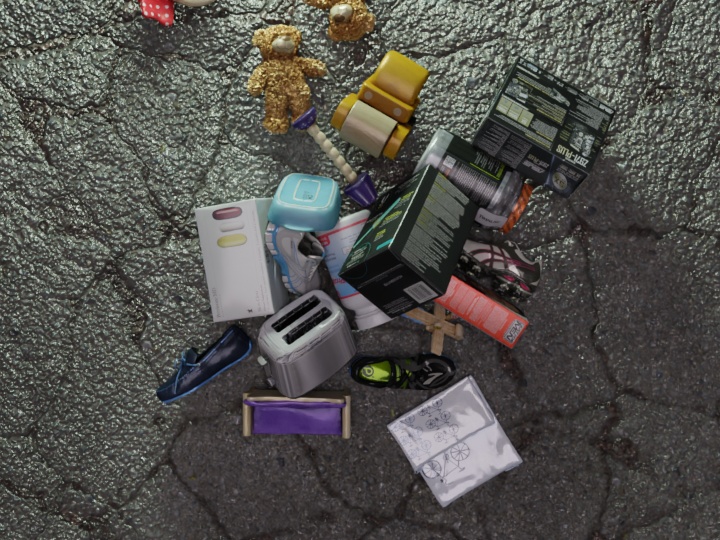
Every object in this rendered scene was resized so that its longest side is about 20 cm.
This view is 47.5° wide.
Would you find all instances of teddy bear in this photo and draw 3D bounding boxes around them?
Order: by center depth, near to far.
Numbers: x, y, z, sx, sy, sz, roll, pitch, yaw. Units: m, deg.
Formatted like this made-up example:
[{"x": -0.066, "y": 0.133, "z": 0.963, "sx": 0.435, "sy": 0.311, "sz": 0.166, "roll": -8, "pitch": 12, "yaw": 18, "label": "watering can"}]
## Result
[{"x": -0.034, "y": -0.514, "z": 1.456, "sx": 0.144, "sy": 0.067, "sz": 0.201, "roll": 10, "pitch": 95, "yaw": 4, "label": "teddy bear"}, {"x": -0.136, "y": -0.345, "z": 1.483, "sx": 0.144, "sy": 0.067, "sz": 0.201, "roll": 10, "pitch": 95, "yaw": -1, "label": "teddy bear"}]

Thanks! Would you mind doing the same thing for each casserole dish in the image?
[{"x": -0.094, "y": -0.124, "z": 1.431, "sx": 0.121, "sy": 0.200, "sz": 0.039, "roll": 7, "pitch": 118, "yaw": 1, "label": "casserole dish"}]

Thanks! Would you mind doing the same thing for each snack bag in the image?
[{"x": 0.178, "y": 0.327, "z": 1.543, "sx": 0.188, "sy": 0.021, "sz": 0.200, "roll": -31, "pitch": 93, "yaw": 4, "label": "snack bag"}]

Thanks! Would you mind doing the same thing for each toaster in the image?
[{"x": -0.090, "y": 0.124, "z": 1.457, "sx": 0.200, "sy": 0.129, "sz": 0.114, "roll": -34, "pitch": 53, "yaw": -16, "label": "toaster"}]

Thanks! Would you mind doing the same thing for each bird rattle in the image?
[{"x": -0.317, "y": -0.537, "z": 1.464, "sx": 0.162, "sy": 0.113, "sz": 0.201, "roll": 6, "pitch": 98, "yaw": -14, "label": "bird rattle"}]

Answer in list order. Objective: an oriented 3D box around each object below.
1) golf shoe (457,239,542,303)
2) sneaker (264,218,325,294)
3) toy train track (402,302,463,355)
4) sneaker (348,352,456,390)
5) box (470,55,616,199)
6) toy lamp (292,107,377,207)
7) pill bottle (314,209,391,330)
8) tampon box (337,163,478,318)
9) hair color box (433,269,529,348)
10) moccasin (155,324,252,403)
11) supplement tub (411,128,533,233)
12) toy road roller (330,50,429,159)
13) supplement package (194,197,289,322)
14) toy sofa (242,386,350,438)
[{"x": 0.237, "y": -0.023, "z": 1.498, "sx": 0.200, "sy": 0.077, "sz": 0.088, "roll": 32, "pitch": 76, "yaw": -4, "label": "golf shoe"}, {"x": -0.098, "y": -0.016, "z": 1.449, "sx": 0.086, "sy": 0.200, "sz": 0.075, "roll": 8, "pitch": 59, "yaw": 24, "label": "sneaker"}, {"x": 0.118, "y": 0.080, "z": 1.468, "sx": 0.200, "sy": 0.032, "sz": 0.115, "roll": 24, "pitch": 59, "yaw": -32, "label": "toy train track"}, {"x": 0.077, "y": 0.191, "z": 1.506, "sx": 0.199, "sy": 0.083, "sz": 0.071, "roll": 0, "pitch": 95, "yaw": 2, "label": "sneaker"}, {"x": 0.319, "y": -0.249, "z": 1.425, "sx": 0.200, "sy": 0.086, "sz": 0.164, "roll": 29, "pitch": 61, "yaw": 0, "label": "box"}, {"x": -0.042, "y": -0.201, "z": 1.481, "sx": 0.058, "sy": 0.058, "sz": 0.200, "roll": -37, "pitch": 105, "yaw": 4, "label": "toy lamp"}, {"x": 0.000, "y": 0.000, "z": 1.482, "sx": 0.108, "sy": 0.109, "sz": 0.201, "roll": -20, "pitch": 93, "yaw": 4, "label": "pill bottle"}, {"x": 0.084, "y": -0.048, "z": 1.384, "sx": 0.126, "sy": 0.150, "sz": 0.200, "roll": 40, "pitch": 53, "yaw": -17, "label": "tampon box"}, {"x": 0.198, "y": 0.054, "z": 1.475, "sx": 0.200, "sy": 0.102, "sz": 0.061, "roll": 32, "pitch": 101, "yaw": -4, "label": "hair color box"}, {"x": -0.300, "y": 0.169, "z": 1.528, "sx": 0.200, "sy": 0.080, "sz": 0.068, "roll": -34, "pitch": 107, "yaw": -8, "label": "moccasin"}, {"x": 0.196, "y": -0.155, "z": 1.455, "sx": 0.200, "sy": 0.123, "sz": 0.123, "roll": 30, "pitch": 95, "yaw": 1, "label": "supplement tub"}, {"x": 0.044, "y": -0.292, "z": 1.415, "sx": 0.123, "sy": 0.200, "sz": 0.146, "roll": 29, "pitch": 117, "yaw": 0, "label": "toy road roller"}, {"x": -0.208, "y": -0.022, "z": 1.463, "sx": 0.110, "sy": 0.156, "sz": 0.201, "roll": -9, "pitch": 94, "yaw": 6, "label": "supplement package"}, {"x": -0.117, "y": 0.265, "z": 1.513, "sx": 0.199, "sy": 0.098, "sz": 0.083, "roll": 1, "pitch": 95, "yaw": 2, "label": "toy sofa"}]
